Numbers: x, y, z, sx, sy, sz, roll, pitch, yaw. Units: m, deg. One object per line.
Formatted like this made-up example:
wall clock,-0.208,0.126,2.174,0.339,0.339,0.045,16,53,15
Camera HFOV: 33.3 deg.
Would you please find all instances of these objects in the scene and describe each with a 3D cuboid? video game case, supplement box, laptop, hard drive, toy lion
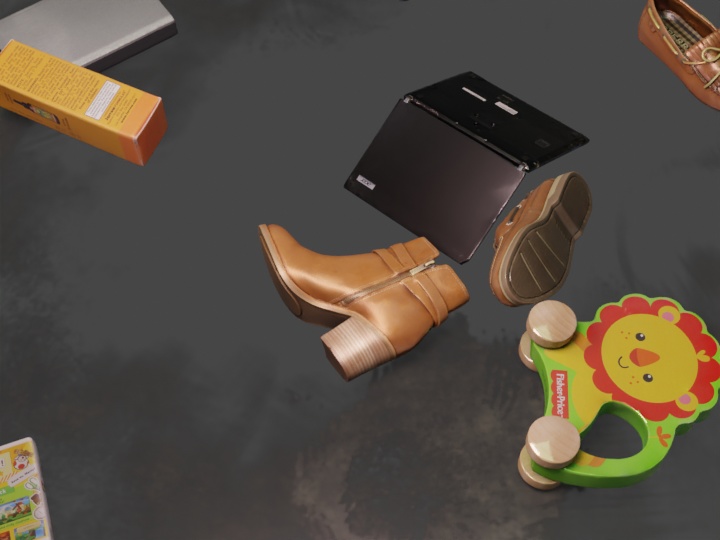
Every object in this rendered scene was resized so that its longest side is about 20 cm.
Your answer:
video game case,-0.384,0.265,1.114,0.200,0.023,0.182,-18,55,-5
supplement box,-0.325,-0.193,1.381,0.200,0.067,0.069,21,66,9
laptop,0.118,-0.120,1.336,0.177,0.103,0.200,35,40,26
hard drive,-0.346,-0.298,1.499,0.200,0.033,0.140,-30,57,-14
toy lion,0.248,0.110,1.134,0.191,0.069,0.200,6,56,1

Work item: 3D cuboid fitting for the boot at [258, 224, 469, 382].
boot,0.000,0.000,1.221,0.155,0.077,0.200,-32,60,-14

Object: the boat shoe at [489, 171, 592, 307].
boat shoe,0.171,-0.023,1.212,0.068,0.072,0.200,-17,21,41

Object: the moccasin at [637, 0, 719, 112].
moccasin,0.392,-0.244,1.350,0.074,0.078,0.201,-25,56,-11
